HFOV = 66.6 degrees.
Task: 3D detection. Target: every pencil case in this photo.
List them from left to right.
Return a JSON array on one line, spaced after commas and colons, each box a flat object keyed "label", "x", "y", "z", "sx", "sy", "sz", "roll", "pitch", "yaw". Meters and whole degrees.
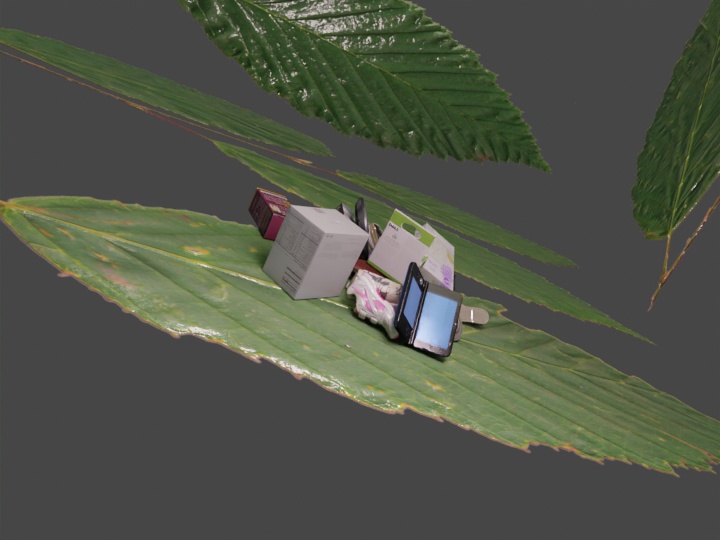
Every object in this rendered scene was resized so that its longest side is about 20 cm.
[{"label": "pencil case", "x": 0.060, "y": 0.062, "z": 1.585, "sx": 0.199, "sy": 0.090, "sz": 0.078, "roll": 21, "pitch": 52, "yaw": -4}]

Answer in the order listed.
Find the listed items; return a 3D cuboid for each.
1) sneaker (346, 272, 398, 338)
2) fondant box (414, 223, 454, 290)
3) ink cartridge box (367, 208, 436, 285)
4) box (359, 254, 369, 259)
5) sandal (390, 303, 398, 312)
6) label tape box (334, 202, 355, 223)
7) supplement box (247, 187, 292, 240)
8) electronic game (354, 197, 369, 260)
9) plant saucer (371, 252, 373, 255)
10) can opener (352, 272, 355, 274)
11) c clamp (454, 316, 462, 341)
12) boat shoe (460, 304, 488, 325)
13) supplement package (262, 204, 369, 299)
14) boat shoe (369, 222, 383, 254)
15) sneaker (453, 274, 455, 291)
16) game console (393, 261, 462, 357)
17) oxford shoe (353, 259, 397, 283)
[{"label": "sneaker", "x": 0.031, "y": 0.107, "z": 1.471, "sx": 0.200, "sy": 0.088, "sz": 0.081, "roll": 55, "pitch": -12, "yaw": 22}, {"label": "fondant box", "x": 0.234, "y": -0.033, "z": 1.757, "sx": 0.144, "sy": 0.058, "sz": 0.201, "roll": 37, "pitch": 42, "yaw": -26}, {"label": "ink cartridge box", "x": 0.131, "y": -0.069, "z": 1.607, "sx": 0.148, "sy": 0.200, "sz": 0.076, "roll": 36, "pitch": 32, "yaw": 12}, {"label": "box", "x": -0.031, "y": -0.066, "z": 1.844, "sx": 0.117, "sy": 0.049, "sz": 0.200, "roll": 23, "pitch": 18, "yaw": -16}, {"label": "sandal", "x": 0.157, "y": 0.135, "z": 1.546, "sx": 0.206, "sy": 0.079, "sz": 0.059, "roll": 25, "pitch": 21, "yaw": -1}, {"label": "label tape box", "x": -0.090, "y": -0.145, "z": 1.803, "sx": 0.063, "sy": 0.144, "sz": 0.200, "roll": 43, "pitch": 13, "yaw": -21}, {"label": "supplement box", "x": -0.271, "y": -0.173, "z": 1.739, "sx": 0.110, "sy": 0.086, "sz": 0.200, "roll": 14, "pitch": 24, "yaw": -34}, {"label": "electronic game", "x": 0.009, "y": -0.129, "z": 1.723, "sx": 0.041, "sy": 0.201, "sz": 0.200, "roll": -4, "pitch": 24, "yaw": -3}, {"label": "plant saucer", "x": 0.131, "y": -0.017, "z": 1.800, "sx": 0.199, "sy": 0.035, "sz": 0.201, "roll": 3, "pitch": 64, "yaw": -6}, {"label": "can opener", "x": 0.000, "y": 0.000, "z": 1.712, "sx": 0.199, "sy": 0.054, "sz": 0.067, "roll": 24, "pitch": 19, "yaw": -6}, {"label": "c clamp", "x": 0.228, "y": 0.121, "z": 1.651, "sx": 0.199, "sy": 0.027, "sz": 0.171, "roll": 27, "pitch": 47, "yaw": -11}, {"label": "boat shoe", "x": 0.322, "y": 0.141, "z": 1.803, "sx": 0.199, "sy": 0.073, "sz": 0.063, "roll": 16, "pitch": -21, "yaw": -15}, {"label": "supplement package", "x": -0.119, "y": -0.049, "z": 1.464, "sx": 0.147, "sy": 0.201, "sz": 0.191, "roll": 38, "pitch": 22, "yaw": 29}, {"label": "boat shoe", "x": 0.078, "y": -0.074, "z": 1.877, "sx": 0.200, "sy": 0.068, "sz": 0.075, "roll": 49, "pitch": 38, "yaw": -12}, {"label": "sneaker", "x": 0.293, "y": 0.049, "z": 1.881, "sx": 0.076, "sy": 0.091, "sz": 0.200, "roll": 19, "pitch": 12, "yaw": -3}, {"label": "game console", "x": 0.184, "y": 0.102, "z": 1.456, "sx": 0.118, "sy": 0.201, "sz": 0.171, "roll": 3, "pitch": -32, "yaw": 25}, {"label": "oxford shoe", "x": 0.039, "y": 0.033, "z": 1.654, "sx": 0.199, "sy": 0.075, "sz": 0.070, "roll": 30, "pitch": 31, "yaw": 3}]
